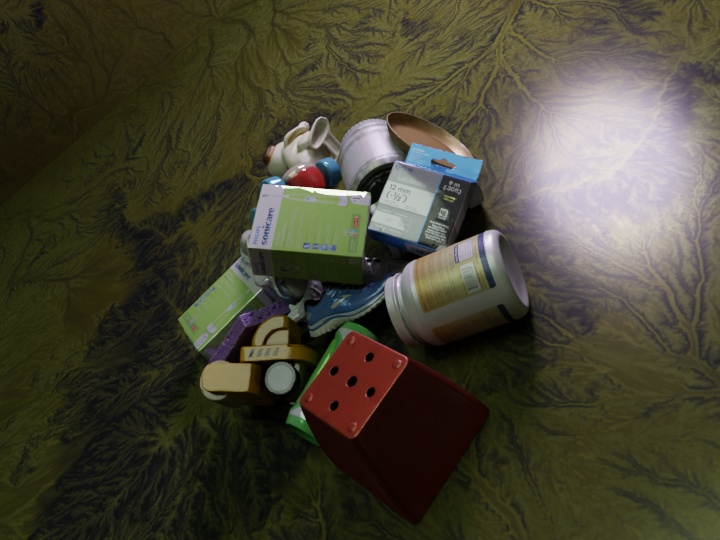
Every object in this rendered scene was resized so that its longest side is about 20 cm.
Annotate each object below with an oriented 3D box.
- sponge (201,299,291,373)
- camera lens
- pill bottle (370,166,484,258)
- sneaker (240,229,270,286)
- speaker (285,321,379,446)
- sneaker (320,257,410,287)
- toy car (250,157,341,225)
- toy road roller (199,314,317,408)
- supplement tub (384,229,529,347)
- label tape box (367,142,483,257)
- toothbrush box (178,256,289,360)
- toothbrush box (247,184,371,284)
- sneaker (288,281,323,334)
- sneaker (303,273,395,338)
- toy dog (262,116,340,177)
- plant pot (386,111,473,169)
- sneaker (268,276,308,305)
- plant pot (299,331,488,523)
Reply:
[{"bbox_3d":[-0.215,0.134,1.284,0.030,0.111,0.200,52,131,14],"label":"sponge"},{"bbox_3d":[0.042,-0.199,1.402,0.159,0.160,0.201,-31,39,12],"label":"camera lens"},{"bbox_3d":[0.125,-0.117,1.285,0.199,0.111,0.111,-29,39,2],"label":"pill bottle"},{"bbox_3d":[-0.203,-0.052,1.387,0.075,0.093,0.200,-17,31,-15],"label":"sneaker"},{"bbox_3d":[-0.044,0.189,1.162,0.088,0.089,0.201,9,60,44],"label":"speaker"},{"bbox_3d":[0.000,0.000,1.283,0.199,0.116,0.076,-13,45,30],"label":"sneaker"},{"bbox_3d":[-0.099,-0.109,1.469,0.183,0.177,0.201,-25,68,-37],"label":"toy car"},{"bbox_3d":[-0.172,0.161,1.213,0.198,0.123,0.148,-4,68,12],"label":"toy road roller"},{"bbox_3d":[0.152,0.035,1.097,0.198,0.145,0.145,-22,42,22],"label":"supplement tub"},{"bbox_3d":[0.115,-0.130,1.198,0.142,0.066,0.202,18,79,17],"label":"label tape box"},{"bbox_3d":[-0.263,0.086,1.435,0.200,0.086,0.145,-47,39,-6],"label":"toothbrush box"},{"bbox_3d":[-0.086,-0.065,1.214,0.198,0.086,0.147,5,55,2],"label":"toothbrush box"},{"bbox_3d":[-0.107,0.071,1.347,0.080,0.070,0.201,15,71,49],"label":"sneaker"},{"bbox_3d":[-0.024,0.048,1.237,0.199,0.090,0.078,-26,-2,22],"label":"sneaker"},{"bbox_3d":[-0.142,-0.262,1.660,0.199,0.139,0.196,8,72,48],"label":"toy dog"},{"bbox_3d":[0.135,-0.251,1.374,0.028,0.198,0.201,-59,29,30],"label":"plant pot"},{"bbox_3d":[-0.114,-0.027,1.288,0.085,0.077,0.201,-39,32,35],"label":"sneaker"},{"bbox_3d":[0.030,0.206,1.010,0.199,0.176,0.200,20,67,49],"label":"plant pot"}]
